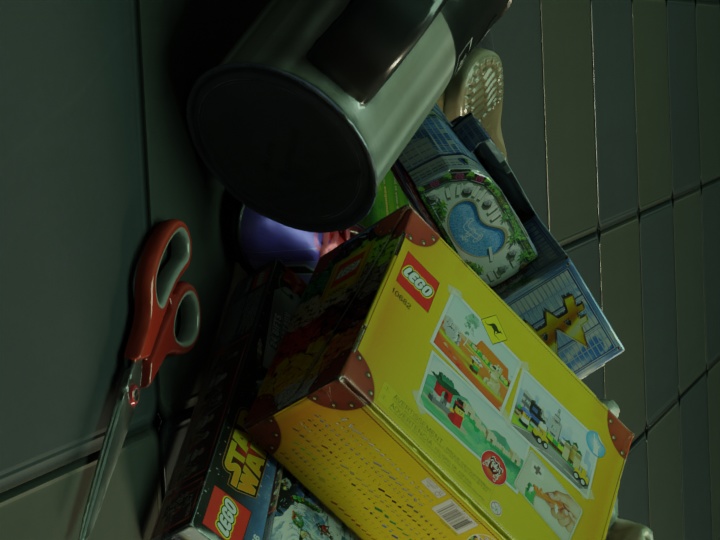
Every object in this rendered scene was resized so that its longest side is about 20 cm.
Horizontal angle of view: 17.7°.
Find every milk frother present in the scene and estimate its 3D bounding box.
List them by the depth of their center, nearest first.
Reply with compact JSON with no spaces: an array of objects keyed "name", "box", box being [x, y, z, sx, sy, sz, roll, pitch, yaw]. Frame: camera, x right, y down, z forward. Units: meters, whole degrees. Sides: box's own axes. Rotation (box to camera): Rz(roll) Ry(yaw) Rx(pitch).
[{"name":"milk frother","box":[-0.033,-0.162,1.267,0.188,0.200,0.181,-56,169,-38]}]

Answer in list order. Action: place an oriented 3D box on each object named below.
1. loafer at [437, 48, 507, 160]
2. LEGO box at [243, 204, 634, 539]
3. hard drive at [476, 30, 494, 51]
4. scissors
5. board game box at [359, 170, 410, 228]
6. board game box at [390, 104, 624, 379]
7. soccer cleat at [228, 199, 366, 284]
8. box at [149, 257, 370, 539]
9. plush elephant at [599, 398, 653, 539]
[{"name":"loafer","box":[0.061,-0.088,1.655,0.076,0.068,0.200,-41,149,-35]},{"name":"LEGO box","box":[0.049,0.088,1.274,0.200,0.077,0.149,45,39,-18]},{"name":"hard drive","box":[0.063,-0.181,1.712,0.135,0.042,0.200,-70,154,-51]},{"name":"scissors","box":[-0.116,0.048,1.155,0.200,0.014,0.073,-65,152,-54]},{"name":"board game box","box":[0.005,-0.062,1.475,0.200,0.030,0.096,16,73,-58]},{"name":"board game box","box":[0.077,-0.026,1.402,0.200,0.062,0.200,58,-1,-42]},{"name":"soccer cleat","box":[0.000,0.000,1.366,0.200,0.073,0.068,36,69,-48]},{"name":"box","box":[-0.031,0.108,1.269,0.137,0.040,0.200,41,40,-23]},{"name":"plush elephant","box":[0.136,0.155,1.714,0.155,0.165,0.200,-9,119,-34]}]
